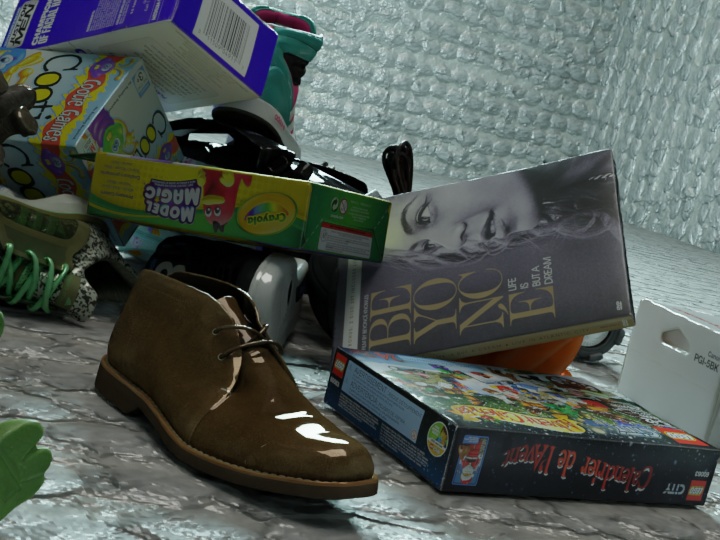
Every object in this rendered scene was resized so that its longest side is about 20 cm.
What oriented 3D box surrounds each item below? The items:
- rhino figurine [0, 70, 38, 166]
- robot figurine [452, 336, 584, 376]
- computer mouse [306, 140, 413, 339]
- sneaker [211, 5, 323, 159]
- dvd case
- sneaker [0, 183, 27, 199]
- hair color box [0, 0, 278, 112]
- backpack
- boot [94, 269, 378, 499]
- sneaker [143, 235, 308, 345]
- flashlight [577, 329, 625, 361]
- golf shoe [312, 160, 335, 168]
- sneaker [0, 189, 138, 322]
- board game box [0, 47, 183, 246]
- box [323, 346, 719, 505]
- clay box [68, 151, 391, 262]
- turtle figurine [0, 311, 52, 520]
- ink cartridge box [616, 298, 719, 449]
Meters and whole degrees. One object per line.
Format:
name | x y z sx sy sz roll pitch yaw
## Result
rhino figurine | -0.257 -0.091 0.812 0.087 0.060 0.200 -24 16 10
robot figurine | 0.098 0.024 0.943 0.143 0.117 0.200 14 5 -6
computer mouse | 0.000 0.000 1.031 0.046 0.141 0.200 8 44 19
sneaker | -0.079 -0.164 1.108 0.083 0.121 0.200 15 -8 3
dvd case | 0.077 -0.006 0.855 0.199 0.149 0.016 -12 -43 17
sneaker | -0.273 -0.037 0.867 0.088 0.076 0.200 16 9 8
hair color box | -0.177 -0.177 1.005 0.199 0.065 0.109 -4 -27 36
backpack | -0.107 -0.049 1.063 0.199 0.127 0.167 17 -4 23
boot | -0.063 0.054 0.636 0.073 0.076 0.200 8 11 -46
sneaker | -0.100 0.016 0.868 0.111 0.074 0.200 11 1 2
flashlight | 0.187 0.031 1.237 0.068 0.068 0.200 17 9 -17
golf shoe | 0.000 -0.013 1.197 0.200 0.095 0.078 39 12 -23
sneaker | -0.207 -0.003 0.811 0.088 0.077 0.200 35 20 19
board game box | -0.258 -0.101 0.988 0.199 0.105 0.103 8 -40 24
box | 0.096 0.093 0.767 0.199 0.038 0.136 9 9 -32
clay box | -0.093 -0.044 0.871 0.199 0.048 0.115 9 0 29
turtle figurine | -0.186 0.007 0.505 0.193 0.145 0.199 25 17 36
ink cartridge box | 0.325 0.094 1.000 0.199 0.083 0.147 12 8 -18
